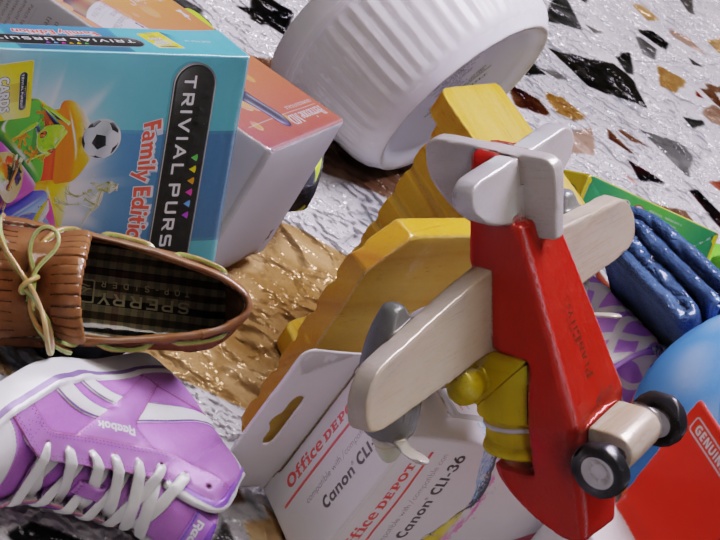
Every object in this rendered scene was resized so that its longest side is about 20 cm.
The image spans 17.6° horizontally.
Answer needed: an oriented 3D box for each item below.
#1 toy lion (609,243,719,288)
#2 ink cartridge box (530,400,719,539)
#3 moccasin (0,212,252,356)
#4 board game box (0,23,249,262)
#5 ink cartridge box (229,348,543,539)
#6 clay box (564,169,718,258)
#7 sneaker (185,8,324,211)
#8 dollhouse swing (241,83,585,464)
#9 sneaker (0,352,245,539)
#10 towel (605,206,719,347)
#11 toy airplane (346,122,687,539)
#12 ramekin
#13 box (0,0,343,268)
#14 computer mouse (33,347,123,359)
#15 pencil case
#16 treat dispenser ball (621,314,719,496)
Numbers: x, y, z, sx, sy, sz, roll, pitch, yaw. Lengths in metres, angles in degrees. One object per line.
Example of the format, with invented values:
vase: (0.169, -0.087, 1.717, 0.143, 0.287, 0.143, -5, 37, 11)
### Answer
toy lion: (0.281, 0.035, 1.788, 0.191, 0.069, 0.200, 23, 27, -6)
ink cartridge box: (0.163, 0.194, 1.245, 0.043, 0.174, 0.200, 13, 33, -36)
moccasin: (-0.154, 0.011, 1.198, 0.201, 0.074, 0.078, 13, -11, -23)
board game box: (-0.168, -0.054, 1.251, 0.199, 0.151, 0.047, -1, 24, -29)
ink cartridge box: (0.029, 0.113, 1.294, 0.200, 0.117, 0.068, 10, 37, -38)
clay box: (0.162, -0.039, 1.708, 0.115, 0.048, 0.200, 23, -3, -22)
sneaker: (-0.104, -0.104, 1.570, 0.081, 0.074, 0.200, -11, 44, -47)
dollhouse swing: (0.000, 0.000, 1.354, 0.175, 0.200, 0.182, 10, 35, -38)
sneaker: (-0.129, 0.103, 1.182, 0.114, 0.073, 0.200, 47, 29, 18)
towel: (0.217, 0.036, 1.594, 0.112, 0.048, 0.200, 49, -8, 29)
toy airplane: (0.069, 0.023, 1.204, 0.200, 0.141, 0.200, 29, 61, -40)
ramekin: (0.043, -0.162, 1.691, 0.105, 0.200, 0.200, 52, 30, 13)
box: (-0.136, -0.097, 1.436, 0.200, 0.107, 0.152, 35, 18, 7)
computer mouse: (-0.136, 0.026, 1.354, 0.058, 0.034, 0.200, 24, 17, 20)
pencil case: (0.121, 0.021, 1.589, 0.085, 0.084, 0.200, 1, 40, -52)
treat dispenser ball: (0.260, 0.121, 1.450, 0.200, 0.201, 0.201, 27, 27, -15)
